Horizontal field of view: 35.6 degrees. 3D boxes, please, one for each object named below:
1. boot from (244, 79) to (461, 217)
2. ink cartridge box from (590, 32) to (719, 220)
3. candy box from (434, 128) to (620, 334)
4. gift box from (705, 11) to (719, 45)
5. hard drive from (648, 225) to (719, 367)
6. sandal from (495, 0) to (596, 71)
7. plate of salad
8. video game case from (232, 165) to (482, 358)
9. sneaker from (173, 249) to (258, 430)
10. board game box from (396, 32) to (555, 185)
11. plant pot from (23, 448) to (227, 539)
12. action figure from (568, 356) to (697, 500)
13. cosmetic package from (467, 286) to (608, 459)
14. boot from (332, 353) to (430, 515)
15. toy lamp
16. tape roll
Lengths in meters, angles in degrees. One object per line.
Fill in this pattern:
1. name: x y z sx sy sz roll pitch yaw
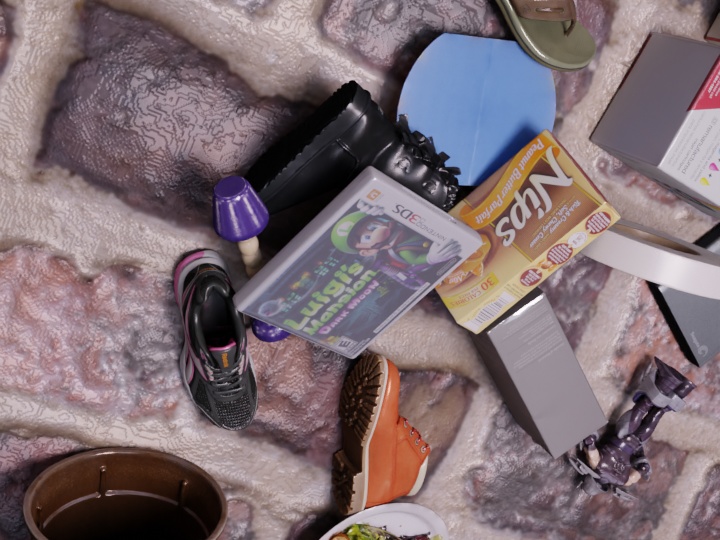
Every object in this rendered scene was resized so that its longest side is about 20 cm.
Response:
1. boot: -0.010 -0.085 1.151 0.198 0.073 0.162 -39 120 21
2. ink cartridge box: 0.399 -0.150 1.265 0.200 0.145 0.146 25 97 -27
3. candy box: 0.161 -0.040 1.199 0.200 0.116 0.055 -40 148 13
4. gift box: 0.524 -0.291 1.239 0.186 0.200 0.185 25 93 -24
5. hard drive: 0.467 0.010 1.406 0.200 0.033 0.140 -37 116 -5
6. sandal: 0.184 -0.287 1.173 0.201 0.057 0.080 45 57 -25
7. plate of salad: 0.019 0.359 1.331 0.199 0.048 0.201 -13 124 -19
8. video game case: 0.000 0.000 1.138 0.200 0.023 0.182 -42 137 20
9. sneaker: -0.151 0.085 1.172 0.080 0.086 0.201 -19 114 -12
10. board game box: 0.119 -0.173 1.214 0.199 0.039 0.159 0 107 -28
11. plant pot: -0.248 0.321 1.158 0.200 0.200 0.199 1 114 -21
12. action figure: 0.337 0.206 1.408 0.130 0.069 0.200 32 98 -33
13. cosmetic package: 0.196 0.106 1.298 0.090 0.107 0.200 -35 118 -5
14. boot: 0.033 0.182 1.285 0.107 0.075 0.201 -3 117 -22
15. toy lamp: -0.108 -0.012 1.137 0.058 0.058 0.200 -24 138 -11
16. tape roll: 0.321 -0.020 1.248 0.202 0.203 0.037 13 103 -24
